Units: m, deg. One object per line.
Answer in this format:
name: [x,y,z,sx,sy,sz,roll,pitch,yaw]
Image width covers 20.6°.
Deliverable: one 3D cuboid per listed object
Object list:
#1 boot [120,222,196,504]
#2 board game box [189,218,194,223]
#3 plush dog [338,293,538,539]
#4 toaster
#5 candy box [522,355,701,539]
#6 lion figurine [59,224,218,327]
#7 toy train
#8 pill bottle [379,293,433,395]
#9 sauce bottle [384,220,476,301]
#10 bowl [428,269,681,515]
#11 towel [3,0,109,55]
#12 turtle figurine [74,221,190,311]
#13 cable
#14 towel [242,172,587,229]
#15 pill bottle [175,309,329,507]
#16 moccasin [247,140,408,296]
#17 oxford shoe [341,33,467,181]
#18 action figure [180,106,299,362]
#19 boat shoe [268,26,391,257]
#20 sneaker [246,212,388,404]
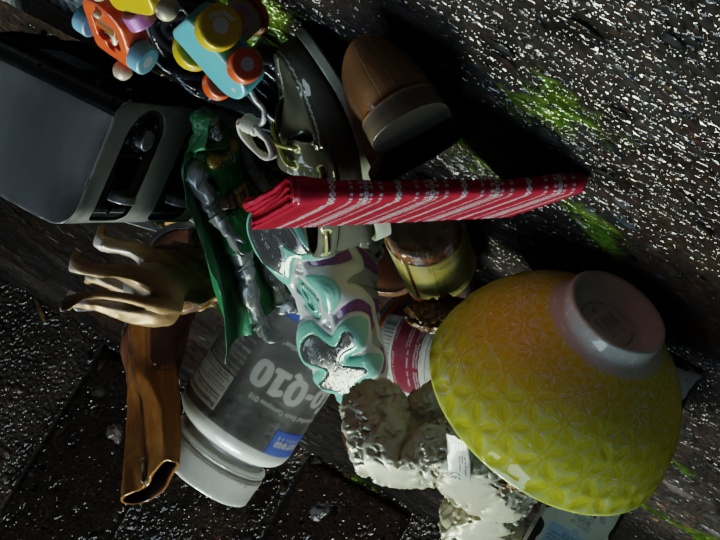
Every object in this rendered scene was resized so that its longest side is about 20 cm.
boot: [-0.171,0.078,1.716,0.068,0.202,0.188,18,141,-24]
board game box: [-0.085,-0.037,1.762,0.199,0.026,0.200,33,-170,-7]
plush dog: [0.102,0.104,1.516,0.160,0.173,0.200,-22,130,41]
toaster: [-0.229,-0.117,1.586,0.199,0.120,0.180,26,-168,24]
candy box: [0.193,0.165,1.589,0.061,0.201,0.136,29,169,7]
lion figurine: [-0.165,0.013,1.569,0.121,0.073,0.200,18,-160,0]
toy train: [-0.121,-0.163,1.341,0.199,0.056,0.151,33,158,28]
pill bottle: [0.099,0.079,1.700,0.114,0.115,0.200,37,168,-28]
sauce bottle: [0.059,-0.008,1.561,0.066,0.066,0.200,29,169,14]
bowl: [0.160,0.065,1.428,0.199,0.201,0.108,32,126,-2]
towel: [-0.263,-0.237,1.509,0.199,0.035,0.193,31,169,8]
turtle figurine: [-0.156,0.009,1.850,0.193,0.145,0.200,31,-153,4]
cable: [-0.082,-0.126,1.462,0.162,0.051,0.200,24,167,35]
towel: [0.031,-0.048,1.296,0.198,0.023,0.145,-3,176,-16]
pill bottle: [-0.088,0.102,1.758,0.113,0.201,0.114,32,-171,-6]
moccasin: [-0.036,-0.048,1.647,0.201,0.074,0.078,40,178,5]
oxford shoe: [0.023,-0.106,1.275,0.072,0.071,0.200,60,177,12]
action figure: [-0.096,-0.040,1.560,0.054,0.118,0.201,4,128,36]
boat shoe: [-0.029,-0.082,1.365,0.072,0.060,0.202,59,172,39]
sneaker: [0.000,0.000,1.573,0.077,0.140,0.201,-2,120,39]
